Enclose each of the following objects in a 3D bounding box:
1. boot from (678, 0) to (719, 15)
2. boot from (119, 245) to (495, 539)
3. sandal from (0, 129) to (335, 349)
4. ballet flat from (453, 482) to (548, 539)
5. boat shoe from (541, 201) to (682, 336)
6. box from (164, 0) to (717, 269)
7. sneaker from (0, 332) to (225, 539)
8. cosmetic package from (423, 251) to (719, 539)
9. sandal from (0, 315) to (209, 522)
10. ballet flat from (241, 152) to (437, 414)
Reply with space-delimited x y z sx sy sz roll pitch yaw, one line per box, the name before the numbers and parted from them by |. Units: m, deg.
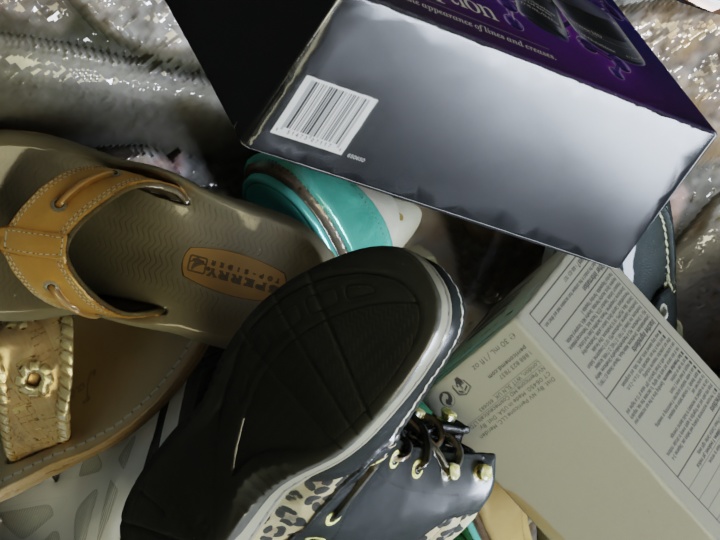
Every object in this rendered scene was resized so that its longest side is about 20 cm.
boot | 0.172 -0.159 1.075 0.199 0.075 0.098 10 106 -36
boot | 0.007 0.064 1.042 0.153 0.074 0.204 2 139 -47
sandal | -0.103 -0.008 1.013 0.198 0.054 0.081 12 94 -7
ballet flat | 0.070 0.122 1.270 0.063 0.069 0.200 -33 147 -10
boat shoe | 0.128 0.037 1.220 0.075 0.060 0.201 -15 135 -16
box | 0.025 -0.093 0.987 0.199 0.141 0.079 17 118 -38
sneaker | -0.123 0.079 1.110 0.076 0.115 0.202 -3 106 -76
cosmetic package | 0.131 0.092 1.142 0.071 0.200 0.105 -41 -179 34
sandal | -0.150 0.048 1.067 0.211 0.078 0.069 -40 139 18
ballet flat | 0.000 0.000 1.125 0.070 0.067 0.201 -44 141 -22
